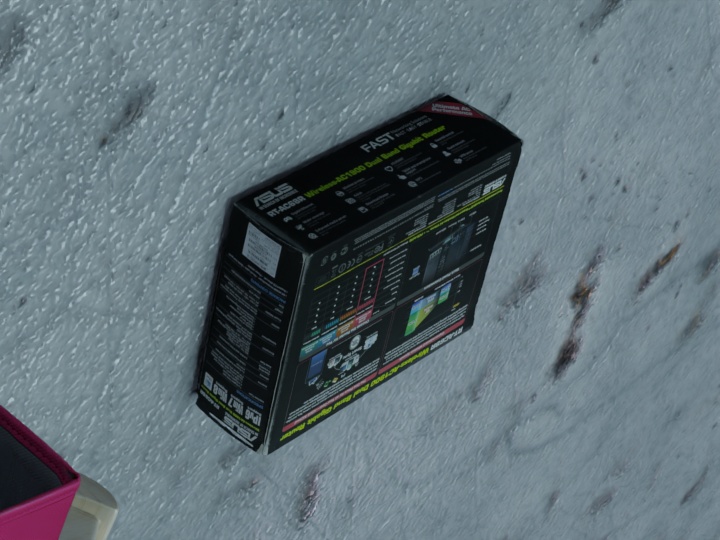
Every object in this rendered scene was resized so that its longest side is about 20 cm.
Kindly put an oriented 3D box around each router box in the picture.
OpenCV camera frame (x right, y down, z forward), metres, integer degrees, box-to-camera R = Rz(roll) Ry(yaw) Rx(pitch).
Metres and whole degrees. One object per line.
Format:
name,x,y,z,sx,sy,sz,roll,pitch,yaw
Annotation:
router box,0.000,0.000,1.334,0.200,0.062,0.150,-29,143,-42

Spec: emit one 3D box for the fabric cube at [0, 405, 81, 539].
fabric cube,-0.265,0.130,0.896,0.200,0.196,0.199,-19,138,-51

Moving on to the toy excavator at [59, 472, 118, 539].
toy excavator,-0.194,0.155,1.132,0.200,0.194,0.100,15,110,-33
